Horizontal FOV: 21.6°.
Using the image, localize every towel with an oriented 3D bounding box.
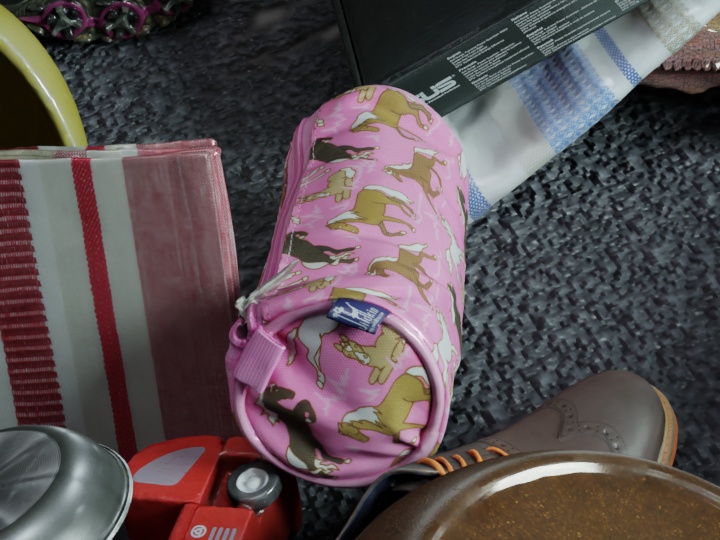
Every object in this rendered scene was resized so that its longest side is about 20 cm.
[{"bbox_3d":[0.090,-0.128,0.877,0.200,0.024,0.147,-41,45,13],"label":"towel"},{"bbox_3d":[-0.141,0.020,0.753,0.198,0.146,0.023,-1,23,12],"label":"towel"}]

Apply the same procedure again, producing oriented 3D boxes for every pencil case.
[{"bbox_3d":[0.000,0.000,0.760,0.082,0.087,0.201,-9,27,11],"label":"pencil case"}]

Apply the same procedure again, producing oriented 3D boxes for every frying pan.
[{"bbox_3d":[-0.158,0.084,0.727,0.114,0.031,0.190,-32,29,-20],"label":"frying pan"}]

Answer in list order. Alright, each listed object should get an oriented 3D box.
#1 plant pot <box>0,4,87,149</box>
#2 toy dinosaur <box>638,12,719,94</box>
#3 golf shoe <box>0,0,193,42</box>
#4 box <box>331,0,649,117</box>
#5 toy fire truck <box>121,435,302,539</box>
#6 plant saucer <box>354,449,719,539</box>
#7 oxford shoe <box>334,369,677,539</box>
[{"bbox_3d":[-0.202,-0.051,0.825,0.198,0.202,0.142,-6,22,6],"label":"plant pot"},{"bbox_3d":[0.164,-0.109,0.872,0.198,0.086,0.136,-3,49,18],"label":"toy dinosaur"},{"bbox_3d":[-0.176,-0.165,1.013,0.198,0.073,0.093,-10,40,2],"label":"golf shoe"},{"bbox_3d":[0.070,-0.188,0.875,0.199,0.047,0.195,-27,53,21],"label":"box"},{"bbox_3d":[-0.111,0.140,0.680,0.139,0.049,0.201,2,42,18],"label":"toy fire truck"},{"bbox_3d":[0.084,0.127,0.587,0.198,0.035,0.201,8,43,-8],"label":"plant saucer"},{"bbox_3d":[0.046,0.092,0.679,0.071,0.073,0.200,26,54,35],"label":"oxford shoe"}]
